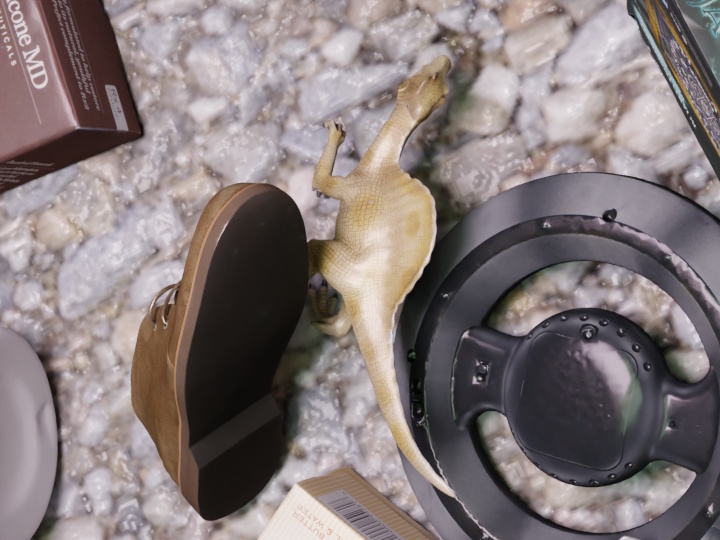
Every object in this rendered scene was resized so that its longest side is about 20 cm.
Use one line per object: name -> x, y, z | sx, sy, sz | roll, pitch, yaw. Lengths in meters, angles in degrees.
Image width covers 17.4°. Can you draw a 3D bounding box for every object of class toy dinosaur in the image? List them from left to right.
toy dinosaur -> 0.000, 0.000, 1.059 | 0.101, 0.058, 0.202 | -8, 76, 48

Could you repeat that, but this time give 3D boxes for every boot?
boot -> -0.073, 0.026, 1.062 | 0.075, 0.073, 0.201 | 44, 144, 28

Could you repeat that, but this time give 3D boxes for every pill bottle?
pill bottle -> -0.260, 0.085, 1.150 | 0.199, 0.114, 0.115 | -2, 90, 21

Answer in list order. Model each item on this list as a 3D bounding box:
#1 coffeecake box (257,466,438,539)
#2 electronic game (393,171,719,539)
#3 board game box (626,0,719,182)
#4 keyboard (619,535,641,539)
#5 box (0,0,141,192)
coffeecake box -> -0.013, 0.219, 1.080 | 0.153, 0.073, 0.201 | 37, 104, 16
electronic game -> 0.102, 0.057, 1.049 | 0.199, 0.042, 0.202 | 2, 94, 29
board game box -> 0.167, -0.047, 0.974 | 0.028, 0.135, 0.201 | -27, 82, 2
keyboard -> 0.200, 0.167, 1.005 | 0.199, 0.011, 0.057 | 16, 119, 10
box -> -0.218, -0.079, 1.155 | 0.199, 0.075, 0.101 | -21, 83, 18
